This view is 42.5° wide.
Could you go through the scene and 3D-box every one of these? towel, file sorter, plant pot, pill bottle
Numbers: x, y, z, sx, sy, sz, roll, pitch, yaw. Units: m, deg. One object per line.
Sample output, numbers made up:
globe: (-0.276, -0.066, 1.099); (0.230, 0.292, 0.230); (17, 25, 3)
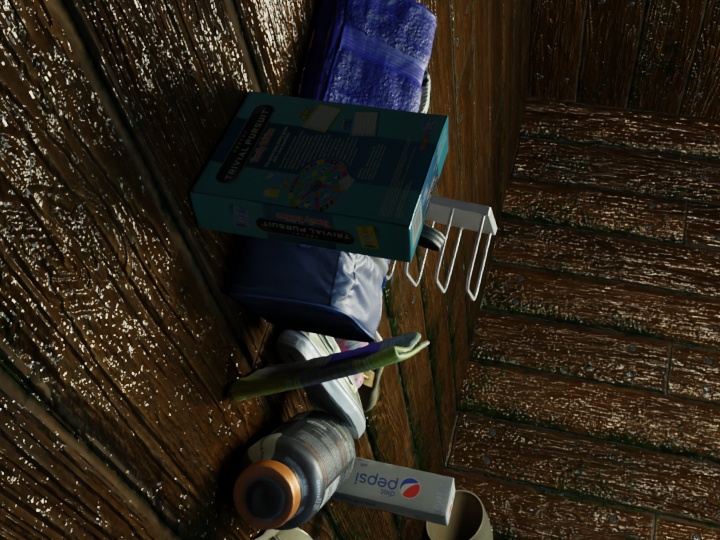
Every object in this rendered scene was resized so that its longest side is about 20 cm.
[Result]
towel: (-0.035, 0.102, 1.003); (0.144, 0.199, 0.023); (-12, 87, -72)
file sorter: (0.090, -0.043, 1.393); (0.139, 0.199, 0.125); (41, 64, -74)
plant pot: (0.322, 0.798, 2.795); (0.200, 0.187, 0.188); (56, 40, -38)
towel: (0.011, -0.233, 1.060); (0.050, 0.147, 0.201); (-20, -124, 66)
pill bottle: (-0.079, 0.234, 1.074); (0.200, 0.106, 0.107); (-15, 114, -75)

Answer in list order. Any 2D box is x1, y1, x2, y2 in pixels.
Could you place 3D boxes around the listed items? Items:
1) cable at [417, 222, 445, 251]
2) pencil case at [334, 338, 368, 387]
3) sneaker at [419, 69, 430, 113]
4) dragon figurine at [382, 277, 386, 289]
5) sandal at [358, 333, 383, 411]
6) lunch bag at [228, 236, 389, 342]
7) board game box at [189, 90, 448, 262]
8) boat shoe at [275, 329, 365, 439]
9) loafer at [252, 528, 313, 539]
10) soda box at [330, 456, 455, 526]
cable: (0.003, -0.085, 1.007); (0.097, 0.199, 0.050); (79, 33, -71)
pencil case: (-0.032, 0.061, 1.202); (0.087, 0.087, 0.201); (-56, 151, -60)
sneaker: (0.069, -0.220, 1.442); (0.130, 0.079, 0.200); (-18, 113, -80)
dragon figurine: (0.000, 0.000, 1.254); (0.100, 0.059, 0.201); (-114, -157, -46)
sandal: (-0.009, 0.144, 1.377); (0.054, 0.080, 0.201); (-34, 141, -37)
lunch bag: (-0.048, -0.013, 0.975); (0.200, 0.135, 0.133); (53, 48, -70)
board game box: (-0.032, -0.090, 0.846); (0.047, 0.199, 0.151); (84, 20, -47)
boat shoe: (-0.036, 0.134, 1.155); (0.062, 0.072, 0.200); (-52, 134, -27)
loafer: (-0.105, 0.365, 1.135); (0.200, 0.068, 0.076); (-38, 136, -70)
soda box: (0.047, 0.346, 1.466); (0.068, 0.199, 0.064); (76, 27, -62)
